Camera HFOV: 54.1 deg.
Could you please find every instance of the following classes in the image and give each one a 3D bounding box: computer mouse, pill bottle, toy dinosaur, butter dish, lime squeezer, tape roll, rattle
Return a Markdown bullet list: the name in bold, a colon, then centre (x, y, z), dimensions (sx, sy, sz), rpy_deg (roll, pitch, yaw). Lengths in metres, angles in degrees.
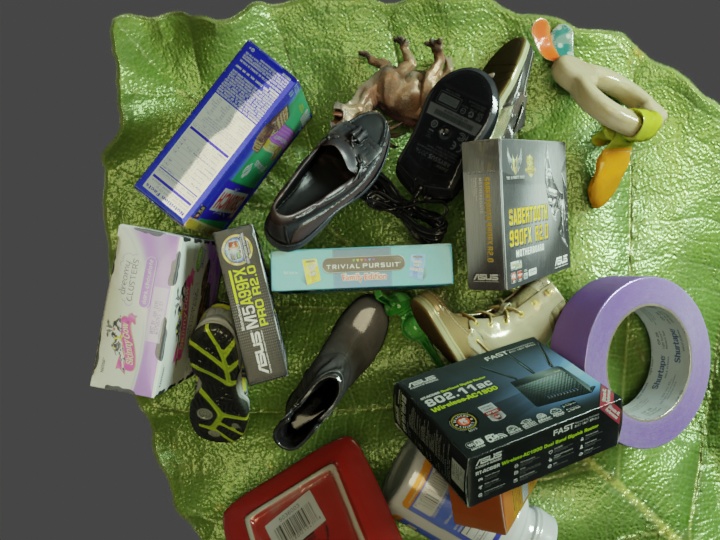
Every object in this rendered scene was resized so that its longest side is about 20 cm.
- **computer mouse**: centre (0.092, -0.141, 0.832), dimensions (0.138, 0.053, 0.201), rpy_deg (36, 99, 22)
- **pill bottle**: centre (0.133, 0.289, 0.861), dimensions (0.199, 0.112, 0.113), rpy_deg (30, 90, -2)
- **toy dinosaur**: centre (0.060, -0.208, 0.872), dimensions (0.198, 0.086, 0.137), rpy_deg (2, 90, -6)
- **butter dish**: centre (-0.037, 0.339, 0.847), dimensions (0.199, 0.148, 0.200), rpy_deg (-32, 52, 4)
- **lime squeezer**: centre (0.066, 0.067, 0.876), dimensions (0.038, 0.071, 0.200), rpy_deg (-41, 127, -4)
- **tape roll**: centre (0.327, 0.108, 0.854), dimensions (0.198, 0.066, 0.203), rpy_deg (0, 90, -23)
- **rattle**: centre (0.275, -0.205, 0.903), dimensions (0.199, 0.143, 0.130), rpy_deg (37, 57, 13)

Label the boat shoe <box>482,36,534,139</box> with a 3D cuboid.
- **boat shoe**: centre (0.173, -0.192, 0.885), dimensions (0.066, 0.072, 0.203), rpy_deg (28, 79, -28)

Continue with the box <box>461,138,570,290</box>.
- **box**: centre (0.186, -0.069, 0.818), dimensions (0.048, 0.199, 0.160), rpy_deg (1, 97, 35)

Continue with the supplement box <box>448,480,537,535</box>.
- **supplement box**: centre (0.172, 0.211, 0.809), dimensions (0.066, 0.200, 0.070), rpy_deg (-1, 110, 34)

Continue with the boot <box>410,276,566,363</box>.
- **boot**: centre (0.162, 0.054, 0.853), dimensions (0.155, 0.073, 0.200), rpy_deg (-44, 120, -3)

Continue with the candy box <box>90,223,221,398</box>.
- **candy box**: centre (-0.222, 0.041, 0.805), dimensions (0.071, 0.200, 0.170), rpy_deg (11, 91, 2)

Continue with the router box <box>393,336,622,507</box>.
- **router box**: centre (0.156, 0.153, 0.761), dimensions (0.198, 0.150, 0.063), rpy_deg (-14, 116, -22)

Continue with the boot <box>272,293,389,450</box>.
- **boot**: centre (-0.027, 0.122, 0.845), dimensions (0.069, 0.132, 0.201), rpy_deg (31, 89, 0)

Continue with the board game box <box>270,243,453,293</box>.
- **board game box**: centre (0.000, 0.000, 0.835), dimensions (0.198, 0.151, 0.048), rpy_deg (-2, 87, -2)

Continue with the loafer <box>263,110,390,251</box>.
- **loafer**: centre (-0.030, -0.106, 0.767), dimensions (0.072, 0.063, 0.200), rpy_deg (35, 69, 11)

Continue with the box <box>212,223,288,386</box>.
- **box**: centre (-0.122, 0.036, 0.808), dimensions (0.044, 0.200, 0.162), rpy_deg (-14, 91, -7)

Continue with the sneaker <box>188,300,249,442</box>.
- **sneaker**: centre (-0.163, 0.127, 0.852), dimensions (0.075, 0.077, 0.202), rpy_deg (10, 125, -1)

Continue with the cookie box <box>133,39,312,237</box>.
- **cookie box**: centre (-0.150, -0.141, 0.823), dimensions (0.075, 0.171, 0.201), rpy_deg (38, 90, 2)
